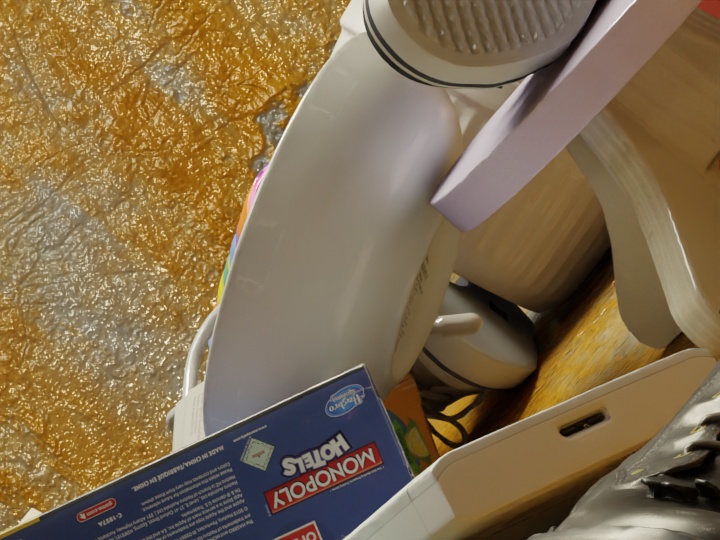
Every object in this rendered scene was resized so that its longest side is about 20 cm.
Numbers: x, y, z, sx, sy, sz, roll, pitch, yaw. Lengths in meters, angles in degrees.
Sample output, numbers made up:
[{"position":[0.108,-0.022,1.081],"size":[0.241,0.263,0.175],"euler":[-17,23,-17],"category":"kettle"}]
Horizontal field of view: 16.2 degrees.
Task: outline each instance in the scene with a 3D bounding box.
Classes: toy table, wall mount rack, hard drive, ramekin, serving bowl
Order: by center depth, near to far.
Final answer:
[{"position":[0.037,0.097,0.949],"size":[0.132,0.027,0.200],"euler":[-21,-15,-34],"category":"hard drive"},{"position":[0.130,-0.056,1.019],"size":[0.184,0.117,0.200],"euler":[-53,4,-36],"category":"toy table"},{"position":[0.000,0.000,1.121],"size":[0.200,0.066,0.201],"euler":[21,-90,-78],"category":"serving bowl"},{"position":[-0.027,0.093,1.214],"size":[0.174,0.074,0.201],"euler":[-33,41,36],"category":"wall mount rack"},{"position":[0.059,-0.060,1.409],"size":[0.105,0.200,0.200],"euler":[-61,3,5],"category":"ramekin"}]

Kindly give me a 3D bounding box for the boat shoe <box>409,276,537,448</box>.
[{"position":[0.043,0.052,1.381],"size":[0.086,0.075,0.202],"euler":[-50,1,9],"category":"boat shoe"}]

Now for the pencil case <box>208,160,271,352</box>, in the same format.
[{"position":[-0.033,0.006,1.349],"size":[0.088,0.088,0.200],"euler":[-52,-5,-22],"category":"pencil case"}]

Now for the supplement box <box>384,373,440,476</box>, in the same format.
[{"position":[-0.018,0.104,1.383],"size":[0.069,0.067,0.200],"euler":[-21,-1,-21],"category":"supplement box"}]

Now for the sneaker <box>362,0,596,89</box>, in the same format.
[{"position":[0.052,-0.112,1.029],"size":[0.079,0.079,0.200],"euler":[-39,-1,41],"category":"sneaker"}]

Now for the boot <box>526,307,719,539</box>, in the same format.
[{"position":[0.116,0.030,0.697],"size":[0.174,0.069,0.200],"euler":[-52,1,-9],"category":"boot"}]

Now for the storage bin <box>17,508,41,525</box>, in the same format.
[{"position":[-0.204,0.286,1.478],"size":[0.200,0.093,0.199],"euler":[-54,-21,-44],"category":"storage bin"}]

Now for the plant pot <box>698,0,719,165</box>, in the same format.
[{"position":[0.166,-0.175,1.299],"size":[0.201,0.177,0.200],"euler":[-50,4,5],"category":"plant pot"}]

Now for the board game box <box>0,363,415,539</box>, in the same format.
[{"position":[-0.055,0.117,1.056],"size":[0.199,0.062,0.200],"euler":[-25,-14,8],"category":"board game box"}]
